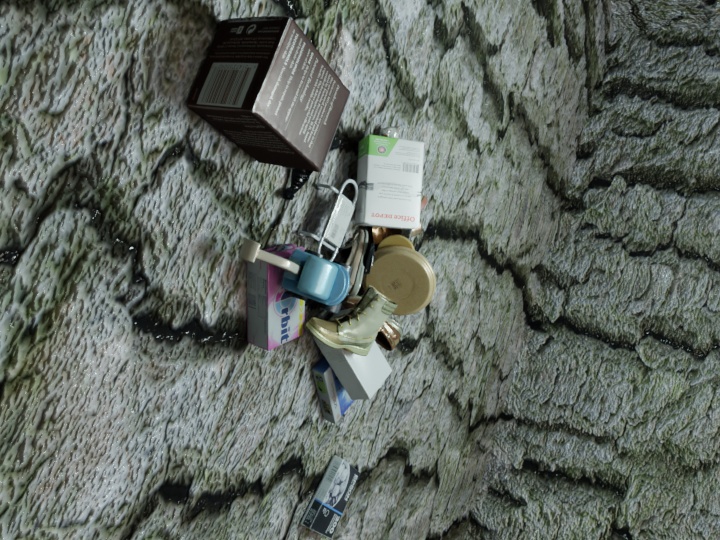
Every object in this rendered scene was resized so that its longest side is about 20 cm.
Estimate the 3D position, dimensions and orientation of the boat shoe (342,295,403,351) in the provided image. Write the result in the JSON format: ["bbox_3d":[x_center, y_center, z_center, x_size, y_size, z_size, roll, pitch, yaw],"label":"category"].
[{"bbox_3d":[0.028,0.136,1.383,0.199,0.075,0.073,37,56,-19],"label":"boat shoe"}]

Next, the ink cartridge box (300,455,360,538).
[{"bbox_3d":[-0.071,0.657,1.548,0.200,0.043,0.201,-62,147,-22],"label":"ink cartridge box"}]

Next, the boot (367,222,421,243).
[{"bbox_3d":[0.068,-0.169,1.412,0.153,0.076,0.204,-13,93,-24],"label":"boot"}]

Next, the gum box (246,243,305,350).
[{"bbox_3d":[-0.174,0.048,1.119,0.113,0.065,0.204,-20,119,-52],"label":"gum box"}]

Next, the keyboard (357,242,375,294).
[{"bbox_3d":[0.000,0.000,1.297,0.200,0.020,0.130,174,-67,-80],"label":"keyboard"}]

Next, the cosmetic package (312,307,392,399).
[{"bbox_3d":[-0.018,0.209,1.341,0.113,0.080,0.203,-40,108,-41],"label":"cosmetic package"}]

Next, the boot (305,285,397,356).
[{"bbox_3d":[-0.017,0.102,1.212,0.198,0.072,0.156,24,105,-41],"label":"boot"}]

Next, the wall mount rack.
[{"bbox_3d":[-0.059,-0.105,1.239,0.173,0.074,0.203,34,75,-53],"label":"wall mount rack"}]

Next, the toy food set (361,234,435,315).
[{"bbox_3d":[0.092,0.024,1.361,0.198,0.199,0.049,-46,-171,28],"label":"toy food set"}]

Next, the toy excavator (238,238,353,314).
[{"bbox_3d":[-0.116,-0.001,1.022,0.200,0.191,0.102,63,47,-80],"label":"toy excavator"}]

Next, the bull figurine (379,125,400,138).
[{"bbox_3d":[0.066,-0.258,1.351,0.120,0.065,0.203,29,84,-14],"label":"bull figurine"}]

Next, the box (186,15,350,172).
[{"bbox_3d":[-0.151,-0.296,0.924,0.199,0.163,0.167,33,74,-57],"label":"box"}]

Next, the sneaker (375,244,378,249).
[{"bbox_3d":[0.034,0.016,1.445,0.106,0.074,0.202,41,76,-33],"label":"sneaker"}]

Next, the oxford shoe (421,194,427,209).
[{"bbox_3d":[0.108,-0.160,1.494,0.075,0.070,0.201,51,57,-20],"label":"oxford shoe"}]

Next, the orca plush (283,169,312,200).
[{"bbox_3d":[-0.108,-0.241,1.101,0.105,0.070,0.203,35,73,-56],"label":"orca plush"}]

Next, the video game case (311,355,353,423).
[{"bbox_3d":[-0.039,0.272,1.439,0.200,0.045,0.184,-43,137,-40],"label":"video game case"}]

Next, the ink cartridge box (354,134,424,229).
[{"bbox_3d":[0.067,-0.204,1.275,0.142,0.084,0.205,4,90,-18],"label":"ink cartridge box"}]

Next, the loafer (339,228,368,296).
[{"bbox_3d":[-0.023,-0.031,1.233,0.202,0.062,0.072,-83,-165,-45],"label":"loafer"}]

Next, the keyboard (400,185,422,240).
[{"bbox_3d":[0.123,-0.124,1.341,0.010,0.057,0.203,2,118,-17],"label":"keyboard"}]
